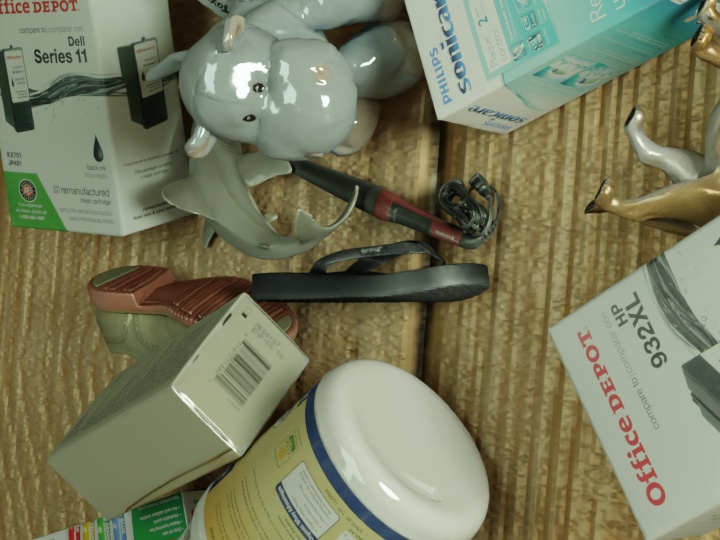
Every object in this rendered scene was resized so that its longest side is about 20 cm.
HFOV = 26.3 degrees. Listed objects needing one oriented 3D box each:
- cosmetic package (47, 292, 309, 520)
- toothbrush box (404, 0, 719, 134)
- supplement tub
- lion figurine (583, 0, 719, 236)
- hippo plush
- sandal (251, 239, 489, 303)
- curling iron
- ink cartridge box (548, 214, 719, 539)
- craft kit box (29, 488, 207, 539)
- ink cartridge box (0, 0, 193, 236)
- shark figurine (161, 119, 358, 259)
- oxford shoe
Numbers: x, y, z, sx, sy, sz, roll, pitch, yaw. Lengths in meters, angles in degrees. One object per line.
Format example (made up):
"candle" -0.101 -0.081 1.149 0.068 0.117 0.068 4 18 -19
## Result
"cosmetic package" -0.136 0.103 1.125 0.073 0.104 0.200 45 141 -11
"toothbrush box" 0.128 -0.196 0.988 0.199 0.085 0.148 -25 72 36
"supplement tub" -0.025 0.171 1.043 0.200 0.144 0.145 -44 62 27
"lion figurine" 0.228 -0.082 0.911 0.122 0.073 0.201 28 127 -5
"hippo plush" -0.057 -0.156 1.042 0.198 0.161 0.161 21 110 4
"sandal" -0.001 0.000 1.080 0.199 0.076 0.043 -1 86 39
"curling iron" 0.023 -0.055 1.100 0.199 0.026 0.050 16 75 43
"ink cartridge box" 0.229 0.048 0.889 0.200 0.083 0.146 -36 66 31
"craft kit box" -0.179 0.292 1.222 0.199 0.048 0.199 -22 76 35
"ink cartridge box" -0.219 -0.137 1.225 0.146 0.083 0.202 5 107 40
"shark figurine" -0.098 -0.049 1.140 0.214 0.089 0.129 45 118 44
"oxford shoe" -0.126 0.047 1.195 0.199 0.071 0.074 13 120 38
